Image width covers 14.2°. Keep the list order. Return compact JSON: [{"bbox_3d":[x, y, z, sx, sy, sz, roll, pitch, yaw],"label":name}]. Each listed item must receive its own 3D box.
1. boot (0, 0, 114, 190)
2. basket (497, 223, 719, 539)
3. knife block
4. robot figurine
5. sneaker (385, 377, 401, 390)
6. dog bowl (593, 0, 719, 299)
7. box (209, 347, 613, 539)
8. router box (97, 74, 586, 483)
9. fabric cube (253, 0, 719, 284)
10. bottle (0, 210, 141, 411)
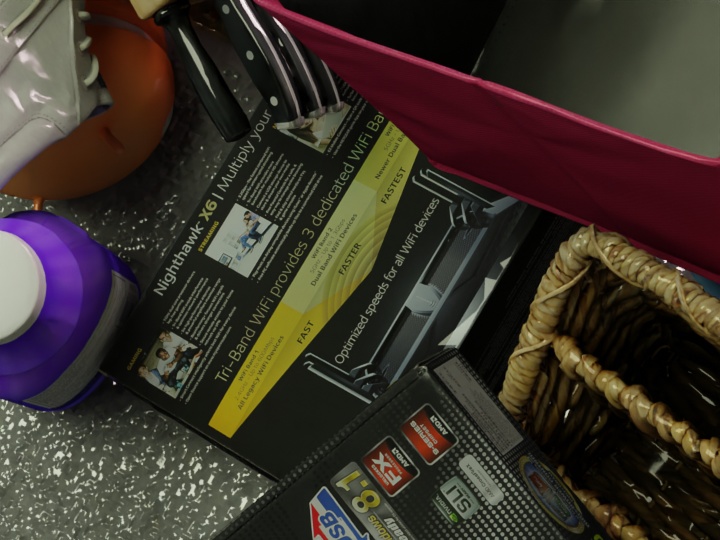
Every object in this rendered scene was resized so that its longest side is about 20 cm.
[{"bbox_3d":[-0.143,-0.105,1.261,0.096,0.074,0.200,43,63,-7],"label":"boot"},{"bbox_3d":[0.137,0.100,1.114,0.200,0.149,0.143,38,90,31],"label":"basket"},{"bbox_3d":[-0.077,-0.151,1.233,0.064,0.200,0.176,-32,40,45],"label":"knife block"},{"bbox_3d":[-0.153,-0.117,1.362,0.144,0.117,0.200,-17,62,2],"label":"robot figurine"},{"bbox_3d":[-0.006,0.129,1.156,0.077,0.089,0.200,39,131,23],"label":"sneaker"},{"bbox_3d":[0.165,-0.064,1.192,0.111,0.050,0.200,-26,64,-12],"label":"dog bowl"},{"bbox_3d":[0.034,0.155,1.088,0.160,0.044,0.200,-40,84,19],"label":"box"},{"bbox_3d":[0.000,0.000,1.276,0.157,0.052,0.200,29,86,32],"label":"router box"},{"bbox_3d":[0.114,-0.121,1.076,0.200,0.199,0.196,22,82,26],"label":"fabric cube"},{"bbox_3d":[-0.145,0.016,1.256,0.065,0.200,0.084,33,88,6],"label":"bottle"}]
